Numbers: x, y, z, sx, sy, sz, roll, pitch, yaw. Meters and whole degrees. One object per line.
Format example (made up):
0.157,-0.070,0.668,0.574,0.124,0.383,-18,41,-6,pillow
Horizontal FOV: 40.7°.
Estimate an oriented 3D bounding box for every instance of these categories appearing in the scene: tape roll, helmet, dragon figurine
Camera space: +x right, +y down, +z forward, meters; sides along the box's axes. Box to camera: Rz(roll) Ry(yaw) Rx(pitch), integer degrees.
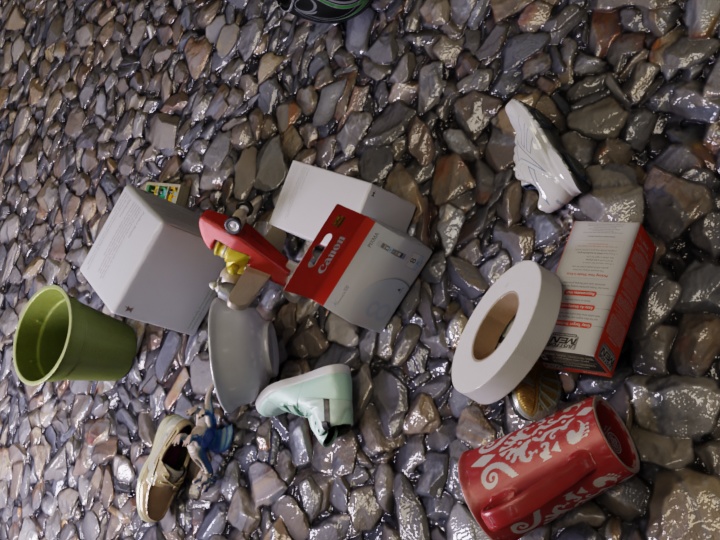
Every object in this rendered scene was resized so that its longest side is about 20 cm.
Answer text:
0.192,0.081,1.290,0.203,0.037,0.203,-55,13,19,tape roll
-0.048,-0.543,1.736,0.200,0.190,0.201,172,90,-70,helmet
-0.269,0.292,1.733,0.059,0.099,0.200,-8,51,41,dragon figurine

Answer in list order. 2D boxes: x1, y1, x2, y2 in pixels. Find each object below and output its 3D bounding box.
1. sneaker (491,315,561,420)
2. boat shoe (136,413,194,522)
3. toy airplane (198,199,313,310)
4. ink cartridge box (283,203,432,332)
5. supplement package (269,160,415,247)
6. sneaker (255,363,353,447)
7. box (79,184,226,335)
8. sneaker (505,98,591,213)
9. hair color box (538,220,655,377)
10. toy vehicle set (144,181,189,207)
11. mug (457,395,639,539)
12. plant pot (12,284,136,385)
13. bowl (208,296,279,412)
0.215,0.145,1.316,0.088,0.076,0.200,-49,16,29,sneaker
-0.354,0.364,1.774,0.066,0.074,0.201,3,77,48,boat shoe
-0.183,-0.008,1.679,0.141,0.200,0.200,-41,60,30,toy airplane
0.000,0.000,1.496,0.047,0.200,0.160,43,105,42,ink cartridge box
-0.032,-0.092,1.611,0.200,0.121,0.120,21,89,44,supplement package
-0.094,0.237,1.587,0.200,0.074,0.119,-25,62,34,sneaker
-0.380,-0.018,1.844,0.171,0.200,0.199,40,102,44,box
0.254,-0.172,1.420,0.087,0.074,0.200,-43,51,28,sneaker
0.304,0.034,1.271,0.101,0.061,0.200,5,60,43,hair color box
-0.429,-0.084,2.028,0.124,0.026,0.201,7,80,43,toy vehicle set
0.243,0.265,1.229,0.200,0.133,0.178,-33,25,24,mug
-0.561,0.147,1.954,0.200,0.190,0.201,-16,66,38,plant pot
-0.192,0.138,1.657,0.090,0.201,0.202,-8,67,5,bowl
